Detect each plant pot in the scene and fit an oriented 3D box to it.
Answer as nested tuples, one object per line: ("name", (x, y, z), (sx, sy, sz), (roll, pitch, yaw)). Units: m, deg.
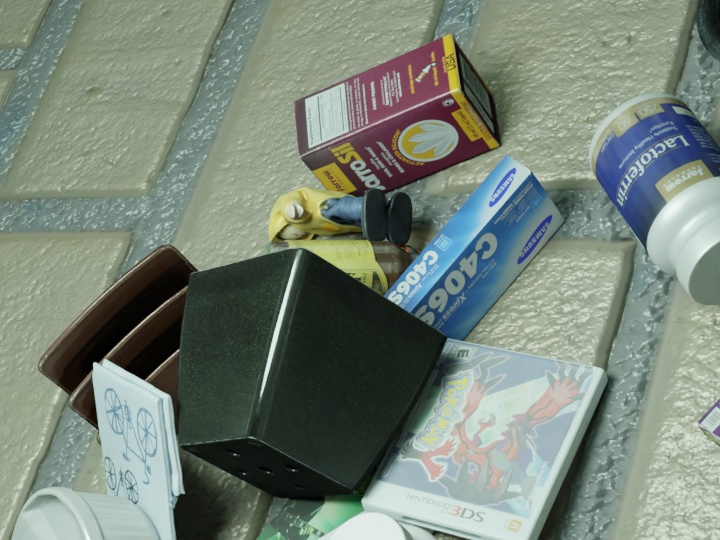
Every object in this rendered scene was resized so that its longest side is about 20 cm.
("plant pot", (-0.067, 0.112, 1.621), (0.198, 0.199, 0.179), (-13, 52, 50))

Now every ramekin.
("ramekin", (-0.269, 0.315, 1.664), (0.201, 0.093, 0.205), (-1, 89, 54))

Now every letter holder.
("letter holder", (-0.230, 0.091, 1.810), (0.200, 0.142, 0.101), (-43, 46, -1))

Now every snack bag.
("snack bag", (-0.223, 0.204, 1.694), (0.021, 0.203, 0.188), (-11, 12, -28))

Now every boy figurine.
("boy figurine", (-0.039, -0.058, 1.814), (0.199, 0.123, 0.065), (-2, 84, 46))

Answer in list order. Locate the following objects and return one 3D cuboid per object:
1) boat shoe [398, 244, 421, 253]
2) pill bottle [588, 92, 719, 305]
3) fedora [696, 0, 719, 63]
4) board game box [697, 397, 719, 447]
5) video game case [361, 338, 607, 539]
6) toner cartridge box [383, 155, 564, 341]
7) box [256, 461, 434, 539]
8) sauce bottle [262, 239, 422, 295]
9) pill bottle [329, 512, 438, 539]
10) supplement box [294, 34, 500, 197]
("boat shoe", (-0.024, 0.028, 1.777), (0.199, 0.063, 0.072), (-30, 46, 9))
("pill bottle", (0.308, -0.068, 1.593), (0.115, 0.116, 0.201), (-34, 47, 7))
("fedora", (0.434, -0.258, 1.659), (0.199, 0.092, 0.203), (-17, 52, 23))
("board game box", (0.407, 0.100, 1.474), (0.200, 0.032, 0.120), (-46, 44, -3))
("video game case", (0.118, 0.162, 1.592), (0.181, 0.023, 0.201), (9, 56, 32))
("toner cartridge box", (0.114, -0.010, 1.692), (0.200, 0.095, 0.043), (-49, 48, -5))
("box", (-0.029, 0.273, 1.628), (0.200, 0.036, 0.144), (-50, 47, -9))
("sauce bottle", (0.000, 0.000, 1.711), (0.197, 0.065, 0.065), (-1, 49, -14))
("pill bottle", (0.047, 0.290, 1.455), (0.108, 0.200, 0.110), (-17, 51, 22))
("supplement box", (0.039, -0.161, 1.833), (0.198, 0.110, 0.086), (-21, 50, 19))
